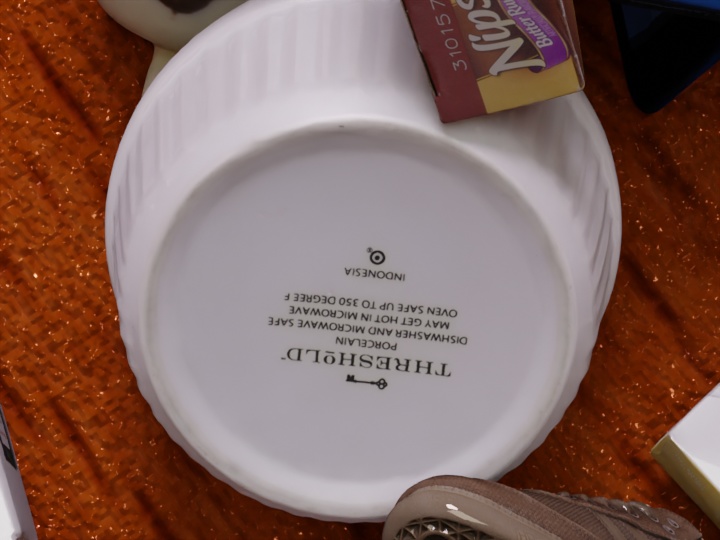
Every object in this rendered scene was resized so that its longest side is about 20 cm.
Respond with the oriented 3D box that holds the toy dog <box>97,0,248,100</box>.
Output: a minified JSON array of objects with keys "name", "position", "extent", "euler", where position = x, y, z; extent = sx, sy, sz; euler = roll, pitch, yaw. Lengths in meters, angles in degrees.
[{"name":"toy dog","position":[-0.065,-0.169,0.913],"extent":[0.139,0.200,0.195],"euler":[25,78,4]}]

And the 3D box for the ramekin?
[{"name":"ramekin","position":[0.000,0.000,0.883],"extent":[0.201,0.094,0.204],"euler":[0,114,1]}]

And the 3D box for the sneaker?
[{"name":"sneaker","position":[0.088,0.119,0.896],"extent":[0.200,0.070,0.076],"euler":[35,39,-26]}]

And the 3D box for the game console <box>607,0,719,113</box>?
[{"name":"game console","position":[0.083,-0.174,0.918],"extent":[0.170,0.118,0.201],"euler":[2,72,-47]}]

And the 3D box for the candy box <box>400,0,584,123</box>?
[{"name":"candy box","position":[0.034,-0.161,0.837],"extent":[0.056,0.117,0.201],"euler":[-12,42,11]}]

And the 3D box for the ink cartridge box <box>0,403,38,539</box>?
[{"name":"ink cartridge box","position":[-0.197,0.067,0.926],"extent":[0.115,0.068,0.201],"euler":[-17,79,-3]}]

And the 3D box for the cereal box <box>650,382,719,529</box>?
[{"name":"cereal box","position":[0.233,0.056,0.946],"extent":[0.200,0.040,0.144],"euler":[-42,83,-16]}]
